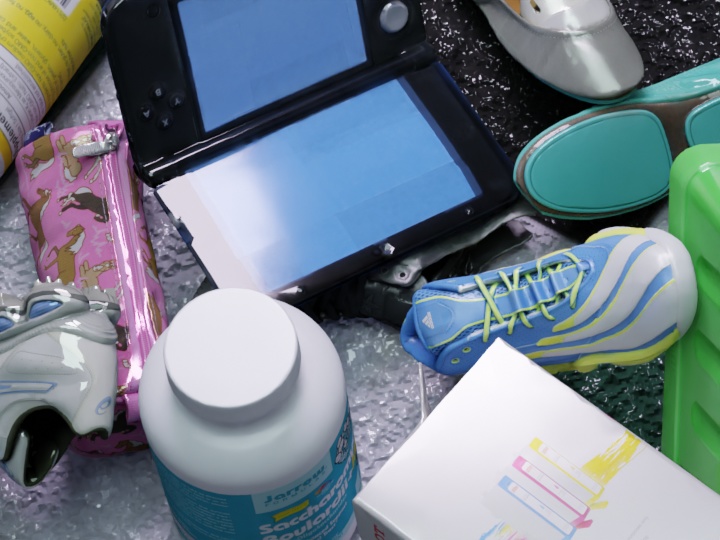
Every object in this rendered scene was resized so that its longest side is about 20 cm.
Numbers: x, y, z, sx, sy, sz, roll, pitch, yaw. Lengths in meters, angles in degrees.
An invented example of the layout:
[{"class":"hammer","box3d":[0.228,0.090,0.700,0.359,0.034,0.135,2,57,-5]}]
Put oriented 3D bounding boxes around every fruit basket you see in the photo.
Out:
[{"class":"fruit basket","box3d":[0.242,0.016,1.483,0.155,0.216,0.216,-3,61,-4]}]

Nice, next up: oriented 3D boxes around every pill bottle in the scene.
[{"class":"pill bottle","box3d":[-0.059,0.086,1.444,0.110,0.200,0.111,-2,62,4]},{"class":"pill bottle","box3d":[-0.241,-0.120,1.621,0.114,0.114,0.200,26,66,17]}]

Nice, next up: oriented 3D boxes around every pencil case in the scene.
[{"class":"pencil case","box3d":[-0.148,0.010,1.556,0.083,0.087,0.201,-17,64,10]}]

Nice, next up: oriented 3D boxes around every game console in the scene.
[{"class":"game console","box3d":[-0.025,-0.097,1.530,0.200,0.171,0.118,-26,35,-22]}]

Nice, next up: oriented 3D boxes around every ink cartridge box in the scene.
[{"class":"ink cartridge box","box3d":[0.094,0.146,1.442,0.200,0.129,0.125,35,70,22]}]

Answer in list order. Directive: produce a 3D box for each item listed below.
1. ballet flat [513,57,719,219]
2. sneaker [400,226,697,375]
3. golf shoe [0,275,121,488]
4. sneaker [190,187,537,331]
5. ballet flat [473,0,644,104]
[{"class":"ballet flat","box3d":[0.177,-0.081,1.598,0.199,0.070,0.068,-19,107,-11]},{"class":"sneaker","box3d":[0.094,0.028,1.469,0.105,0.200,0.076,-12,85,-33]},{"class":"golf shoe","box3d":[-0.209,0.079,1.490,0.200,0.078,0.098,-27,66,41]},{"class":"sneaker","box3d":[0.000,0.002,1.563,0.104,0.060,0.200,39,63,24]},{"class":"ballet flat","box3d":[0.103,-0.170,1.611,0.067,0.064,0.200,-21,40,-16]}]
